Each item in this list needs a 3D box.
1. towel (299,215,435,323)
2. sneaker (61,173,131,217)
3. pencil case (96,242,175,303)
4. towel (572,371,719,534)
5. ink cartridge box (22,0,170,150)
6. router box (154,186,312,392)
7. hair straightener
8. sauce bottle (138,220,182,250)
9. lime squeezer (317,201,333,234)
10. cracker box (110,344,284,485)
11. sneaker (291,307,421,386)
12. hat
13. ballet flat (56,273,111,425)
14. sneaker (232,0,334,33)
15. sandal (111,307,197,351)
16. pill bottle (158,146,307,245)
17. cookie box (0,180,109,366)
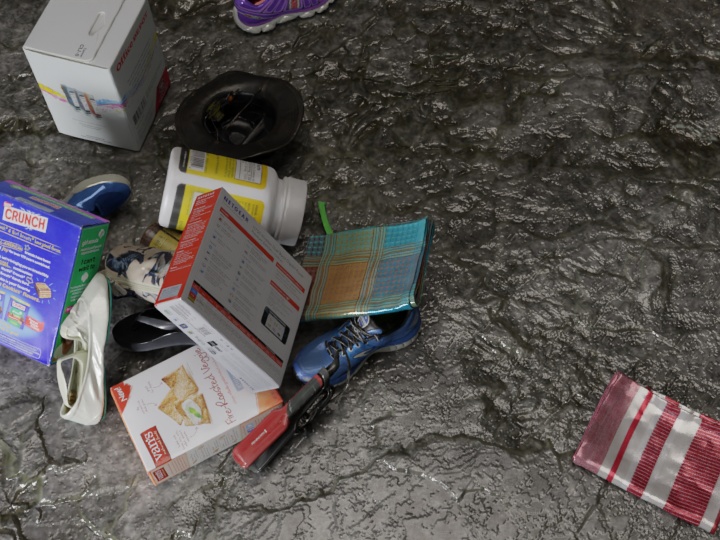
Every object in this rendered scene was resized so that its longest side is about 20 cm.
[{"bbox_3d":[0.000,0.000,1.503,0.197,0.022,0.148,-8,51,28],"label":"towel"},{"bbox_3d":[-0.411,-0.054,1.595,0.198,0.077,0.112,-25,57,-7],"label":"sneaker"},{"bbox_3d":[-0.257,0.014,1.495,0.198,0.079,0.089,10,37,32],"label":"pencil case"},{"bbox_3d":[0.394,0.234,1.446,0.198,0.023,0.145,26,65,15],"label":"towel"},{"bbox_3d":[-0.391,-0.308,1.668,0.143,0.201,0.147,14,61,9],"label":"ink cartridge box"},{"bbox_3d":[-0.157,0.027,1.426,0.048,0.200,0.181,-15,44,34],"label":"router box"},{"bbox_3d":[-0.081,0.185,1.456,0.041,0.077,0.201,38,87,31],"label":"hair straightener"},{"bbox_3d":[-0.224,0.004,1.567,0.199,0.065,0.065,34,67,19],"label":"sauce bottle"},{"bbox_3d":[-0.064,-0.015,1.589,0.070,0.038,0.202,16,63,11],"label":"lime squeezer"},{"bbox_3d":[-0.215,0.176,1.474,0.198,0.058,0.135,-27,63,-12],"label":"cracker box"},{"bbox_3d":[-0.007,0.086,1.500,0.198,0.090,0.079,-29,63,-15],"label":"sneaker"},{"bbox_3d":[-0.178,-0.211,1.679,0.197,0.081,0.203,-4,51,5],"label":"hat"},{"bbox_3d":[-0.368,0.105,1.468,0.068,0.069,0.204,3,90,3],"label":"ballet flat"},{"bbox_3d":[-0.117,-0.458,1.813,0.198,0.084,0.081,-29,64,-15],"label":"sneaker"},{"bbox_3d":[-0.251,0.069,1.510,0.197,0.043,0.076,-4,34,22],"label":"sandal"},{"bbox_3d":[-0.181,-0.100,1.577,0.197,0.115,0.116,12,60,-11],"label":"pill bottle"},{"bbox_3d":[-0.450,0.001,1.506,0.169,0.075,0.203,21,106,13],"label":"cookie box"}]
